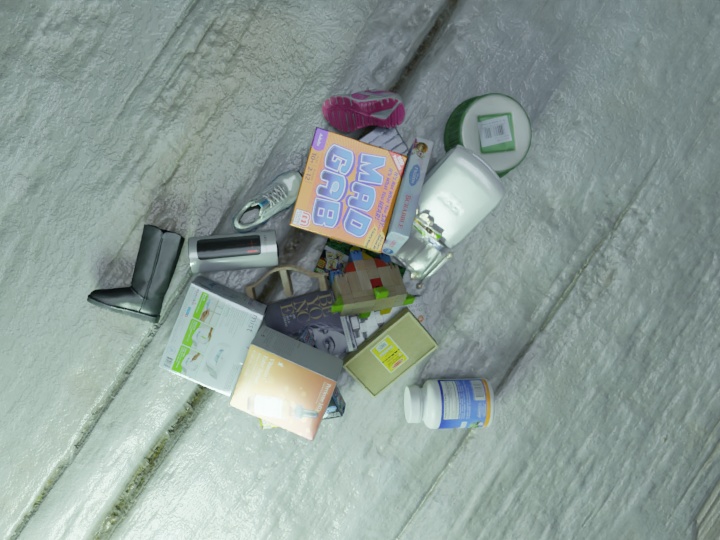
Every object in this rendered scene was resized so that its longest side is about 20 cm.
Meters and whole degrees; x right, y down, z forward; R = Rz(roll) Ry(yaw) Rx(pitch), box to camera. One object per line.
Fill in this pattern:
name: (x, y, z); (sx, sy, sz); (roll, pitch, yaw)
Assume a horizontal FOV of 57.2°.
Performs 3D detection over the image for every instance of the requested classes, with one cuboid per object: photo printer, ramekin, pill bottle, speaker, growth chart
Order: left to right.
speaker: (-0.280, -0.042, 1.476); (0.195, 0.081, 0.084); (-5, 93, -7)
growth chart: (0.120, -0.070, 1.526); (0.144, 0.018, 0.200); (-40, 96, 27)
pill bottle: (0.203, 0.310, 1.536); (0.195, 0.112, 0.115); (0, 92, -7)
photo printer: (0.218, -0.170, 1.493); (0.166, 0.070, 0.200); (42, 123, -5)
ramekin: (0.300, -0.311, 1.533); (0.195, 0.098, 0.206); (0, 92, -7)

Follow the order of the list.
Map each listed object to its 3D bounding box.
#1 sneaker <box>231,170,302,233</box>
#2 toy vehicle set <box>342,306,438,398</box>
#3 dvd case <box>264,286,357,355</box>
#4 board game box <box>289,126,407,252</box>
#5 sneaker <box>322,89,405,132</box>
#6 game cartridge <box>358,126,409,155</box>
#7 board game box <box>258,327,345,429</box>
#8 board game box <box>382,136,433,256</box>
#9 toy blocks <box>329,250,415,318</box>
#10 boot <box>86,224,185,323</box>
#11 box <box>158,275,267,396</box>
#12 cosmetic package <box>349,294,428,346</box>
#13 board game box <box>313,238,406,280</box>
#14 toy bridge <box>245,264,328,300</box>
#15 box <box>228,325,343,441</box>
sneaker: (-0.205, -0.151, 1.479); (0.199, 0.087, 0.075); (-42, 94, -6)
toy vehicle set: (0.068, 0.191, 1.519); (0.199, 0.027, 0.125); (-39, 115, 6)
dvd case: (-0.118, 0.130, 1.508); (0.195, 0.016, 0.152); (-14, 94, 9)
board game box: (-0.031, -0.166, 1.413); (0.195, 0.200, 0.205); (16, 92, -5)
sneaker: (0.010, -0.368, 1.508); (0.195, 0.089, 0.083); (5, 120, 11)
game cartridge: (0.021, -0.242, 1.532); (0.198, 0.038, 0.131); (-34, 100, -5)
board game box: (-0.150, 0.242, 1.492); (0.195, 0.062, 0.205); (-10, 104, 9)
board game box: (0.091, -0.148, 1.380); (0.040, 0.200, 0.205); (16, 79, -3)
toy blocks: (0.011, 0.018, 1.461); (0.195, 0.101, 0.139); (-9, 60, -18)
boot: (-0.493, -0.005, 1.454); (0.161, 0.066, 0.205); (17, 93, -16)
box: (-0.322, 0.143, 1.454); (0.173, 0.097, 0.204); (23, 98, -8)
cosmetic package: (0.054, 0.119, 1.540); (0.195, 0.051, 0.085); (-13, 94, -7)
board game box: (0.000, 0.000, 1.519); (0.196, 0.024, 0.106); (25, 63, -4)
toy bridge: (-0.166, 0.023, 1.486); (0.195, 0.027, 0.069); (-9, 104, 10)
box: (-0.156, 0.238, 1.404); (0.196, 0.107, 0.155); (22, 107, 0)
